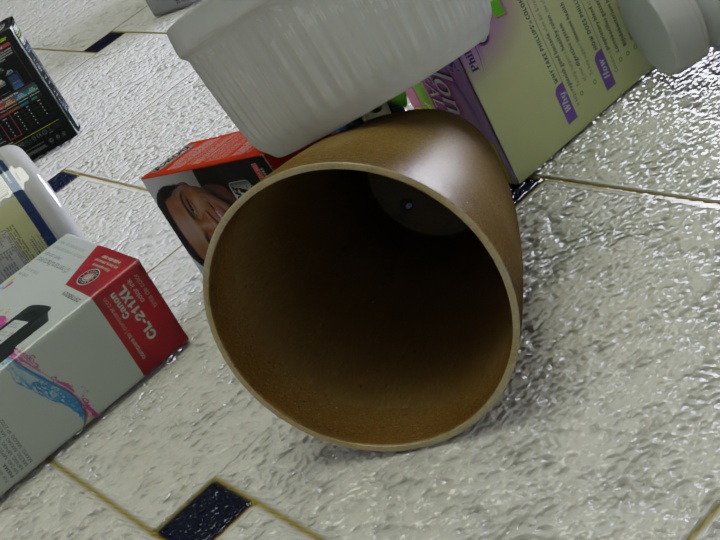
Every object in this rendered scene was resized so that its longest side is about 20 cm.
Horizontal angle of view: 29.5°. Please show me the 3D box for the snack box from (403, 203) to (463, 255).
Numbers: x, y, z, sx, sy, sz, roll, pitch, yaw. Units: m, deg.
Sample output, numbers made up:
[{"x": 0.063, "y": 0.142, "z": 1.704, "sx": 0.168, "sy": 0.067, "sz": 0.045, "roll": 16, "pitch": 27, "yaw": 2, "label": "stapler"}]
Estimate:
[{"x": 0.000, "y": 0.000, "z": 0.989, "sx": 0.200, "sy": 0.024, "sz": 0.072, "roll": -31, "pitch": 26, "yaw": -2, "label": "snack box"}]

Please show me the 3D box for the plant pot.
[{"x": 0.022, "y": -0.021, "z": 0.852, "sx": 0.186, "sy": 0.187, "sz": 0.200, "roll": -16, "pitch": 23, "yaw": 24, "label": "plant pot"}]

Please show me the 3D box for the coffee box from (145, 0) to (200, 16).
[{"x": -0.221, "y": -0.450, "z": 1.917, "sx": 0.114, "sy": 0.080, "sz": 0.200, "roll": -11, "pitch": 32, "yaw": 32, "label": "coffee box"}]

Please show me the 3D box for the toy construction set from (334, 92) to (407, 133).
[{"x": -0.009, "y": -0.116, "z": 1.034, "sx": 0.092, "sy": 0.200, "sz": 0.131, "roll": -21, "pitch": 55, "yaw": 3, "label": "toy construction set"}]

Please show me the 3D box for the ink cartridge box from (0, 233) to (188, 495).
[{"x": -0.255, "y": 0.071, "z": 1.050, "sx": 0.200, "sy": 0.083, "sz": 0.146, "roll": -41, "pitch": 29, "yaw": -22, "label": "ink cartridge box"}]

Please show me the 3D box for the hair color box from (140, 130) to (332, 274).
[{"x": -0.079, "y": -0.053, "z": 1.038, "sx": 0.061, "sy": 0.102, "sz": 0.200, "roll": -41, "pitch": 19, "yaw": -27, "label": "hair color box"}]

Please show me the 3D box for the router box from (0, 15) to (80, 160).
[{"x": -0.454, "y": -0.183, "z": 1.607, "sx": 0.199, "sy": 0.150, "sz": 0.062, "roll": -29, "pitch": 26, "yaw": 1, "label": "router box"}]

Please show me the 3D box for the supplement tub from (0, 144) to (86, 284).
[{"x": -0.346, "y": -0.001, "z": 1.193, "sx": 0.200, "sy": 0.145, "sz": 0.145, "roll": -35, "pitch": 27, "yaw": -11, "label": "supplement tub"}]

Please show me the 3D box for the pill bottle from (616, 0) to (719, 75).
[{"x": 0.292, "y": -0.228, "z": 1.000, "sx": 0.200, "sy": 0.111, "sz": 0.111, "roll": -31, "pitch": 27, "yaw": -3, "label": "pill bottle"}]

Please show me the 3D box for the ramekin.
[{"x": -0.012, "y": -0.155, "z": 0.864, "sx": 0.200, "sy": 0.105, "sz": 0.200, "roll": -30, "pitch": 8, "yaw": 5, "label": "ramekin"}]

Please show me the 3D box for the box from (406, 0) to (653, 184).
[{"x": 0.123, "y": -0.198, "z": 1.042, "sx": 0.200, "sy": 0.176, "sz": 0.097, "roll": -41, "pitch": 29, "yaw": -21, "label": "box"}]
